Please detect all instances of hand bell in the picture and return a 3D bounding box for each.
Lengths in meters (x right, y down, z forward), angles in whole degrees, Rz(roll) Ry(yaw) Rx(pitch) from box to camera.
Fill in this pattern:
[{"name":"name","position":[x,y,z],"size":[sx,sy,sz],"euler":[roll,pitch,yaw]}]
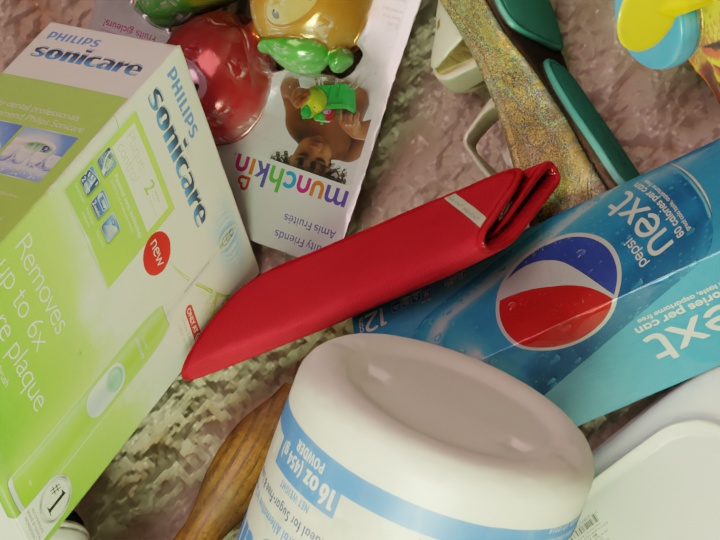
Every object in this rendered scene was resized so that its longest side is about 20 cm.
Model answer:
[{"name":"hand bell","position":[-0.084,0.139,1.123],"size":[0.104,0.104,0.201],"euler":[26,72,33]}]

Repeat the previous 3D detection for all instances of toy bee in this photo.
[{"name":"toy bee","position":[0.148,-0.141,1.057],"size":[0.199,0.109,0.131],"euler":[34,49,14]}]

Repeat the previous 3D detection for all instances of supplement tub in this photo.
[{"name":"supplement tub","position":[0.006,0.141,0.992],"size":[0.132,0.131,0.201],"euler":[32,111,34]}]

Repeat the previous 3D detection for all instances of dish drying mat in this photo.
[{"name":"dish drying mat","position":[0.000,0.000,1.094],"size":[0.199,0.018,0.077],"euler":[-22,21,41]}]

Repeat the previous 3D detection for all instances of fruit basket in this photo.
[{"name":"fruit basket","position":[-0.062,-0.124,1.188],"size":[0.184,0.094,0.201],"euler":[21,90,28]}]

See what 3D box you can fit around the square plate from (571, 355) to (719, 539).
[{"name":"square plate","position":[0.129,0.159,1.016],"size":[0.200,0.028,0.199],"euler":[-38,59,11]}]

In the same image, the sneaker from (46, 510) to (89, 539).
[{"name":"sneaker","position":[-0.215,0.120,1.177],"size":[0.199,0.073,0.113],"euler":[-26,60,34]}]

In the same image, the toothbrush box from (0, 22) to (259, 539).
[{"name":"toothbrush box","position":[-0.148,0.006,1.111],"size":[0.086,0.146,0.200],"euler":[11,47,31]}]

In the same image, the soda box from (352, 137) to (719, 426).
[{"name":"soda box","position":[0.098,0.019,1.053],"size":[0.199,0.068,0.064],"euler":[-26,43,18]}]

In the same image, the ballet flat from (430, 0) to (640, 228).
[{"name":"ballet flat","position":[0.070,-0.089,1.120],"size":[0.070,0.071,0.201],"euler":[-32,61,15]}]
